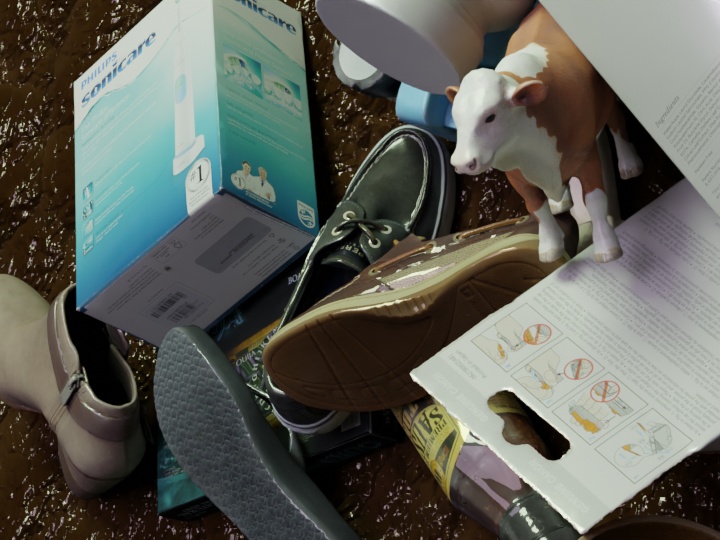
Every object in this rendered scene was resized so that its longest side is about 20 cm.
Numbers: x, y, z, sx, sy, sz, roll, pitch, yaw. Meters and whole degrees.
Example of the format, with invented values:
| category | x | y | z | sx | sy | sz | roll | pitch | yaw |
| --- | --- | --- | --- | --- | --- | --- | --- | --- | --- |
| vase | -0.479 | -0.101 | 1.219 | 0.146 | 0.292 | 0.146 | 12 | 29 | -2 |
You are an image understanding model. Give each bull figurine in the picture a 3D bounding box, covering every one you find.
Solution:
| category | x | y | z | sx | sy | sz | roll | pitch | yaw |
| --- | --- | --- | --- | --- | --- | --- | --- | --- | --- |
| bull figurine | 0.098 | -0.074 | 1.403 | 0.065 | 0.200 | 0.122 | -11 | 111 | 21 |

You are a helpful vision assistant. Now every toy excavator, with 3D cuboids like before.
| category | x | y | z | sx | sy | sz | roll | pitch | yaw |
| --- | --- | --- | --- | --- | --- | --- | --- | --- | --- |
| toy excavator | 0.086 | -0.102 | 1.551 | 0.199 | 0.100 | 0.196 | 13 | 88 | 40 |

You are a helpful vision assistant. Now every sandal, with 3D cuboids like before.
| category | x | y | z | sx | sy | sz | roll | pitch | yaw |
| --- | --- | --- | --- | --- | --- | --- | --- | --- | --- |
| sandal | -0.058 | 0.120 | 1.628 | 0.201 | 0.043 | 0.076 | 54 | 133 | 14 |

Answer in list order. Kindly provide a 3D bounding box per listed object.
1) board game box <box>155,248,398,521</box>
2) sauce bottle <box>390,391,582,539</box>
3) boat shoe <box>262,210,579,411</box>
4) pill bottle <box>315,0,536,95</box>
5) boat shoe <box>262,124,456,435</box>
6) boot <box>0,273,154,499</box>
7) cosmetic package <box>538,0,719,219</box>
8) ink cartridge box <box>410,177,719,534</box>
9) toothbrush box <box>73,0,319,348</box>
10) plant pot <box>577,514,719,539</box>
| category | x | y | z | sx | sy | sz | roll | pitch | yaw |
| --- | --- | --- | --- | --- | --- | --- | --- | --- | --- |
| board game box | -0.055 | 0.066 | 1.686 | 0.199 | 0.028 | 0.136 | -23 | 60 | 42 |
| sauce bottle | 0.068 | 0.098 | 1.511 | 0.066 | 0.066 | 0.200 | -54 | 42 | 19 |
| boat shoe | 0.036 | 0.017 | 1.506 | 0.199 | 0.072 | 0.072 | -26 | 25 | 30 |
| pill bottle | 0.064 | -0.204 | 1.483 | 0.116 | 0.116 | 0.201 | 15 | 69 | 49 |
| boat shoe | 0.000 | 0.000 | 1.595 | 0.068 | 0.057 | 0.201 | 17 | 75 | 21 |
| boot | -0.193 | 0.052 | 1.771 | 0.201 | 0.070 | 0.147 | 58 | 153 | 22 |
| cosmetic package | 0.182 | -0.116 | 1.388 | 0.200 | 0.107 | 0.085 | 53 | 124 | 23 |
| ink cartridge box | 0.150 | 0.048 | 1.374 | 0.199 | 0.050 | 0.161 | -36 | 42 | -12 |
| toothbrush box | -0.108 | -0.072 | 1.728 | 0.146 | 0.085 | 0.201 | -39 | 41 | 32 |
| plant pot | 0.117 | 0.249 | 1.342 | 0.200 | 0.185 | 0.188 | -47 | 45 | 46 |
